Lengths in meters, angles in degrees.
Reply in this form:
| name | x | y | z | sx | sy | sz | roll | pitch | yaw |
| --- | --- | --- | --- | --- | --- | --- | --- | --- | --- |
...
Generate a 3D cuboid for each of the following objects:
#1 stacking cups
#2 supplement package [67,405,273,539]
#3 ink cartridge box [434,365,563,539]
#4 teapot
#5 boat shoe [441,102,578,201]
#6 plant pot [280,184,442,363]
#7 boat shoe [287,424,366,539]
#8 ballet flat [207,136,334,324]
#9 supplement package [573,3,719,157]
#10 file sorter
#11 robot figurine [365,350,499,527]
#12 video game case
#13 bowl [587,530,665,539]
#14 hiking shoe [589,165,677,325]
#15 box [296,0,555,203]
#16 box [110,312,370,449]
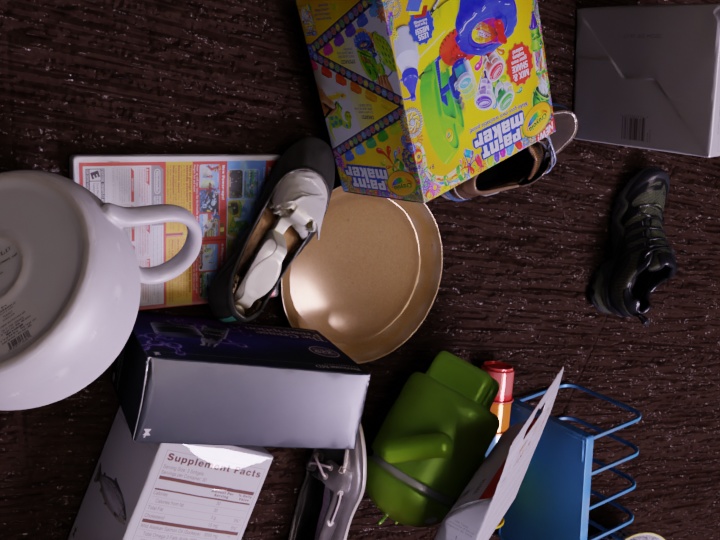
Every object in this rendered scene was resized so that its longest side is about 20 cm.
| name | x | y | z | sx | sy | sz | roll | pitch | yaw |
| --- | --- | --- | --- | --- | --- | --- | --- | --- | --- |
| stacking cups | 0.154 | 0.213 | 1.040 | 0.060 | 0.060 | 0.201 | -4 | 103 | -31 |
| supplement package | -0.186 | 0.231 | 0.794 | 0.117 | 0.117 | 0.201 | 21 | 91 | -34 |
| ink cartridge box | 0.140 | 0.205 | 0.888 | 0.162 | 0.050 | 0.201 | -37 | 143 | -52 |
| teapot | -0.252 | 0.025 | 0.680 | 0.146 | 0.199 | 0.198 | 60 | 41 | -64 |
| boat shoe | 0.180 | -0.127 | 0.955 | 0.200 | 0.072 | 0.072 | -32 | 118 | -21 |
| plant pot | 0.000 | 0.000 | 0.904 | 0.199 | 0.027 | 0.201 | -9 | 107 | -31 |
| boat shoe | -0.040 | 0.249 | 0.922 | 0.057 | 0.067 | 0.201 | 0 | 106 | -37 |
| ballet flat | -0.072 | -0.034 | 0.801 | 0.068 | 0.068 | 0.200 | 30 | 85 | -25 |
| supplement package | 0.352 | -0.220 | 0.961 | 0.111 | 0.200 | 0.156 | -11 | 109 | -28 |
| file sorter | 0.267 | 0.262 | 1.076 | 0.122 | 0.139 | 0.201 | -10 | 108 | -32 |
| robot figurine | 0.078 | 0.195 | 0.950 | 0.200 | 0.115 | 0.175 | -60 | 155 | -5 |
| video game case | -0.167 | -0.037 | 0.794 | 0.199 | 0.017 | 0.144 | -5 | 105 | -31 |
| bowl | 0.338 | 0.440 | 1.192 | 0.200 | 0.094 | 0.202 | -9 | 108 | -31 |
| hiking shoe | 0.369 | -0.031 | 1.082 | 0.076 | 0.101 | 0.201 | 11 | 97 | -34 |
| box | 0.070 | -0.195 | 0.823 | 0.200 | 0.122 | 0.193 | -30 | 118 | -33 |
| box | -0.113 | 0.099 | 0.774 | 0.199 | 0.141 | 0.079 | 8 | 102 | -26 |
